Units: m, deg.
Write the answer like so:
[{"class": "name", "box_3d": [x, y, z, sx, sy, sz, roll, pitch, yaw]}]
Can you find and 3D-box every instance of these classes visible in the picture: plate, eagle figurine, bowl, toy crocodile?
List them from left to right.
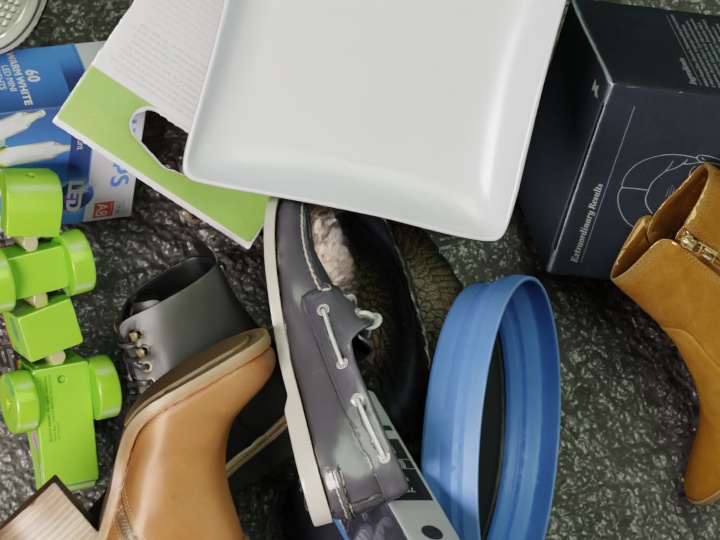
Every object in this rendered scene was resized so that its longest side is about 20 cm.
[{"class": "toy crocodile", "box_3d": [-0.190, 0.037, 1.580, 0.067, 0.062, 0.201, -15, 105, -21]}, {"class": "eagle figurine", "box_3d": [-0.003, 0.005, 1.643, 0.200, 0.151, 0.152, 35, 53, 8]}, {"class": "plate", "box_3d": [0.012, -0.132, 1.523, 0.199, 0.032, 0.201, 11, 102, -14]}, {"class": "bowl", "box_3d": [0.080, 0.102, 1.604, 0.039, 0.201, 0.201, 4, 66, 18]}]

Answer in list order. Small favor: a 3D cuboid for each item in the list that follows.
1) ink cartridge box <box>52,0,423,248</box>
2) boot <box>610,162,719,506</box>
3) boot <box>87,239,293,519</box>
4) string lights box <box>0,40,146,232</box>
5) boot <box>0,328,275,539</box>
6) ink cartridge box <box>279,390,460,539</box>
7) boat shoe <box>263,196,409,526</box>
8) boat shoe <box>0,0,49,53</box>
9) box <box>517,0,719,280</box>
[{"class": "ink cartridge box", "box_3d": [-0.072, -0.140, 1.562, 0.148, 0.076, 0.200, 33, 97, -16]}, {"class": "boot", "box_3d": [0.214, 0.039, 1.682, 0.144, 0.071, 0.202, 26, 101, -20]}, {"class": "boot", "box_3d": [-0.133, 0.089, 1.554, 0.200, 0.077, 0.139, -42, 121, -21]}, {"class": "string lights box", "box_3d": [-0.236, -0.076, 1.596, 0.199, 0.103, 0.059, -8, 47, -20]}, {"class": "boot", "box_3d": [-0.087, 0.144, 1.494, 0.200, 0.077, 0.155, -43, 96, -1]}, {"class": "ink cartridge box", "box_3d": [0.014, 0.167, 1.518, 0.039, 0.100, 0.200, 3, 33, -29]}, {"class": "boat shoe", "box_3d": [-0.015, 0.047, 1.509, 0.062, 0.073, 0.201, -11, 66, 3]}, {"class": "boat shoe", "box_3d": [-0.208, -0.192, 1.638, 0.074, 0.062, 0.200, -22, 37, 14]}, {"class": "box", "box_3d": [0.219, -0.077, 1.713, 0.199, 0.149, 0.107, 6, 35, -17]}]
